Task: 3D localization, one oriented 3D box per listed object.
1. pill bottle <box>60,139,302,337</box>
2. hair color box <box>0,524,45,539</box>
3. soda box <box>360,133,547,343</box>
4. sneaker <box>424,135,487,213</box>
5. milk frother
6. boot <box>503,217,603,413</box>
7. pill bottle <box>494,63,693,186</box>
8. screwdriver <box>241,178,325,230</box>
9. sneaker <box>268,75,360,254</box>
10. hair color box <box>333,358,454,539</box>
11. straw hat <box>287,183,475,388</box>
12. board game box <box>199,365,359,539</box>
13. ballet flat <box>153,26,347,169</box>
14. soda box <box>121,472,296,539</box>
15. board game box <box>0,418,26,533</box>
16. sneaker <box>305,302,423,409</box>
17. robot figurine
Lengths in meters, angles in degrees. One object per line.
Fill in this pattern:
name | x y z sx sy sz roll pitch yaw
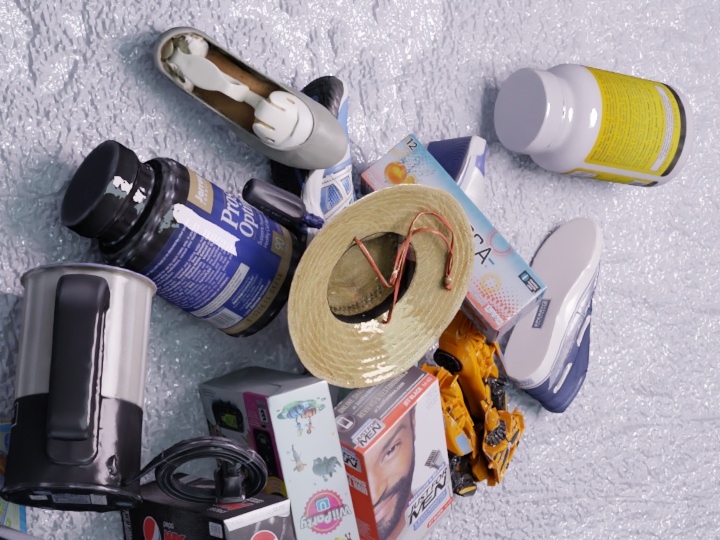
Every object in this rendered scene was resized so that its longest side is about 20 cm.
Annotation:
pill bottle | -0.159 -0.030 1.409 0.200 0.112 0.112 32 73 -31
hair color box | -0.272 0.255 1.237 0.060 0.200 0.100 16 81 -33
soda box | 0.086 -0.031 1.512 0.068 0.064 0.200 -38 79 -8
sneaker | 0.096 -0.027 1.613 0.115 0.080 0.201 26 72 -43
milk frother | -0.183 0.098 1.320 0.199 0.180 0.189 9 71 -23
boot | 0.218 0.048 1.704 0.090 0.073 0.201 43 67 -44
pill bottle | 0.243 -0.154 1.674 0.199 0.112 0.113 7 87 -35
screwdriver | -0.021 -0.038 1.474 0.199 0.028 0.029 22 117 -24
sneaker | -0.039 -0.085 1.522 0.077 0.076 0.201 7 96 -40
hair color box | 0.027 0.188 1.510 0.111 0.064 0.201 -43 143 -28
straw hat | 0.000 0.000 1.441 0.200 0.085 0.202 -16 120 -29
board game box | -0.070 0.196 1.447 0.064 0.147 0.201 -17 100 -27
ballet flat | -0.102 -0.151 1.435 0.199 0.064 0.068 32 96 -3
soda box | -0.132 0.222 1.374 0.070 0.200 0.064 -14 98 -33
board game box | -0.345 0.230 1.329 0.134 0.034 0.201 -2 91 -35
sneaker | 0.002 0.134 1.539 0.118 0.074 0.202 18 78 -27
robot figurine | 0.110 0.138 1.588 0.145 0.058 0.200 -61 143 -30
